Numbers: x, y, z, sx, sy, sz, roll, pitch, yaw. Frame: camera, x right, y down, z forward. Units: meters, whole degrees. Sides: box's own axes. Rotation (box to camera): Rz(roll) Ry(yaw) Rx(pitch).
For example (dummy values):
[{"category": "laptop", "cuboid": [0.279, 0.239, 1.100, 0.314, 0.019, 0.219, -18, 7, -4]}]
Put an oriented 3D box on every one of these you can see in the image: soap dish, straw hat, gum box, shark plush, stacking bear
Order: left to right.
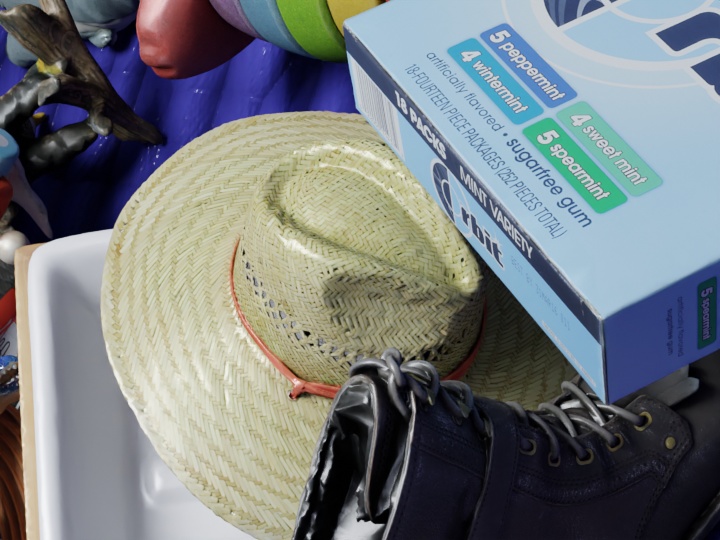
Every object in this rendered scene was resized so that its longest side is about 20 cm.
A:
[{"category": "shark plush", "cuboid": [-0.151, -0.143, 0.997, 0.199, 0.083, 0.091, 28, 92, 45]}, {"category": "soap dish", "cuboid": [-0.052, 0.076, 0.780, 0.156, 0.081, 0.202, -8, 61, -1]}, {"category": "straw hat", "cuboid": [0.000, 0.000, 0.722, 0.085, 0.199, 0.203, 103, 160, -59]}, {"category": "stacking bear", "cuboid": [0.012, -0.136, 0.833, 0.199, 0.113, 0.123, 13, 119, 34]}, {"category": "gum box", "cuboid": [0.120, -0.062, 0.671, 0.199, 0.045, 0.170, -26, 47, -14]}]

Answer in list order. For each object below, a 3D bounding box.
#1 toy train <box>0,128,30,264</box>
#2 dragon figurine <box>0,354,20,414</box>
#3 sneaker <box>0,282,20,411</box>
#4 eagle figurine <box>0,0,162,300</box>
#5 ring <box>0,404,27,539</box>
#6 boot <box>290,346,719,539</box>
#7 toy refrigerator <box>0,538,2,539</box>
[{"category": "toy train", "cuboid": [-0.242, -0.010, 0.904, 0.150, 0.055, 0.200, 47, 119, 14]}, {"category": "dragon figurine", "cuboid": [-0.192, 0.120, 0.813, 0.200, 0.059, 0.100, -52, 47, 12]}, {"category": "sneaker", "cuboid": [-0.171, 0.088, 0.932, 0.201, 0.067, 0.108, -43, 47, 18]}, {"category": "eagle figurine", "cuboid": [-0.202, -0.052, 0.983, 0.199, 0.151, 0.153, -26, 67, 19]}, {"category": "ring", "cuboid": [-0.190, 0.149, 0.853, 0.199, 0.019, 0.202, -17, 63, 37]}, {"category": "boot", "cuboid": [0.058, 0.058, 0.663, 0.069, 0.174, 0.202, 13, 82, 44]}, {"category": "toy refrigerator", "cuboid": [-0.168, 0.168, 0.891, 0.199, 0.076, 0.071, -25, 58, 33]}]
